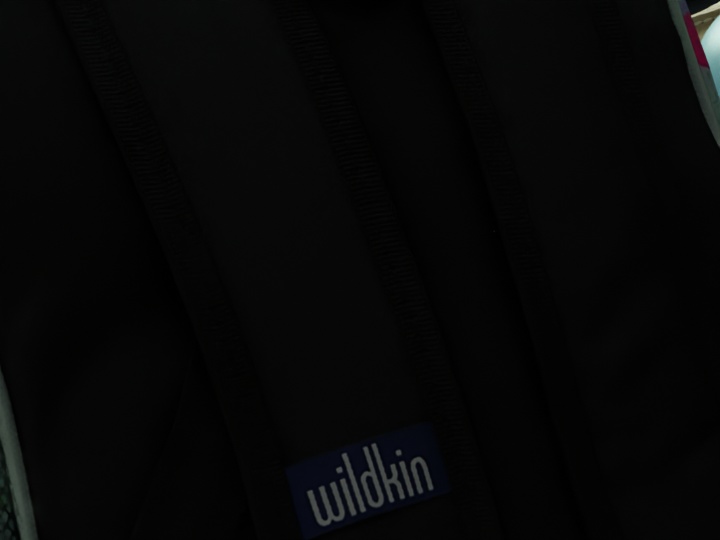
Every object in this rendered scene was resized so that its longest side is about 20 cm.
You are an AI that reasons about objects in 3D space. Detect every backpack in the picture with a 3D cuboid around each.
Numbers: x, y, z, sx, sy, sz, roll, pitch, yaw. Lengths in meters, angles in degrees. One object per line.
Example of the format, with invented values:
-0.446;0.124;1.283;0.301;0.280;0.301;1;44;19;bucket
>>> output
-0.010;0.011;0.466;0.177;0.200;0.151;-17;0;-27;backpack

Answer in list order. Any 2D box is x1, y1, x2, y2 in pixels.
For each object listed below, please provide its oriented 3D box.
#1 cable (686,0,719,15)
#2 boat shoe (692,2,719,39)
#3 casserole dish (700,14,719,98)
0.069;-0.104;0.873;0.200;0.051;0.163;-26;9;-33;cable
0.160;-0.078;0.851;0.200;0.071;0.064;-15;0;38;boat shoe
0.166;-0.052;0.574;0.200;0.039;0.121;-18;29;-26;casserole dish
